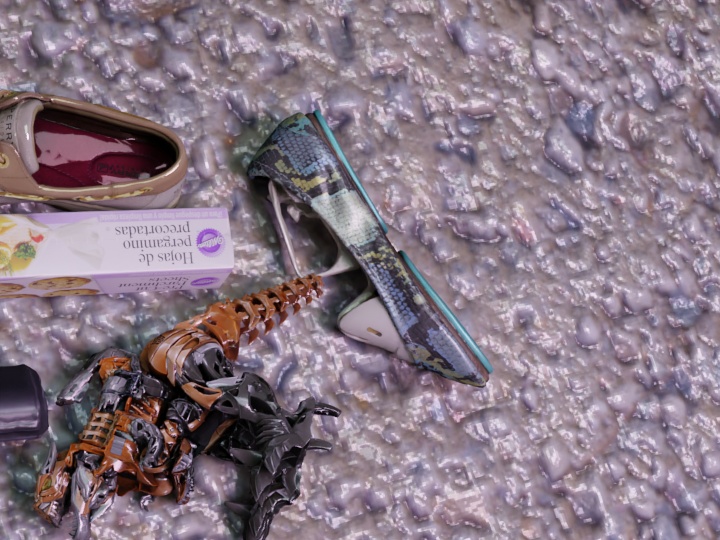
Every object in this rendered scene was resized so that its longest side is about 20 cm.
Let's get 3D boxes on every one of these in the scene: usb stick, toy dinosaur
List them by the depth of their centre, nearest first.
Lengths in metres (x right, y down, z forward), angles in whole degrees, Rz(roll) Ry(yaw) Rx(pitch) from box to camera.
[{"bbox_3d":[-0.263,0.078,0.817,0.198,0.033,0.056,-4,29,-21],"label":"usb stick"},{"bbox_3d":[-0.088,0.074,0.862,0.135,0.102,0.201,37,85,14],"label":"toy dinosaur"}]

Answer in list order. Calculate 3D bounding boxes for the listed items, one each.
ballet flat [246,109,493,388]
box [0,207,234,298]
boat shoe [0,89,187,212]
[{"bbox_3d":[0.000,0.000,0.939,0.074,0.074,0.201,-31,83,-26],"label":"ballet flat"},{"bbox_3d":[-0.172,-0.009,0.885,0.198,0.041,0.039,-2,73,-22],"label":"box"},{"bbox_3d":[-0.194,-0.073,0.884,0.198,0.066,0.075,4,70,-19],"label":"boat shoe"}]
